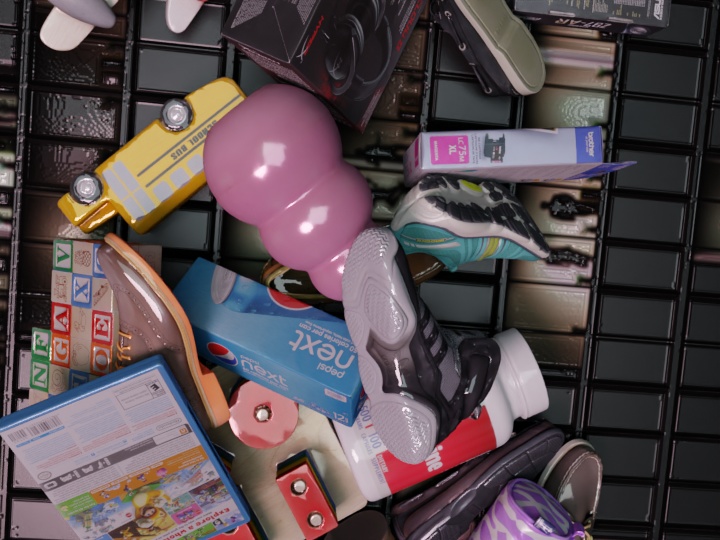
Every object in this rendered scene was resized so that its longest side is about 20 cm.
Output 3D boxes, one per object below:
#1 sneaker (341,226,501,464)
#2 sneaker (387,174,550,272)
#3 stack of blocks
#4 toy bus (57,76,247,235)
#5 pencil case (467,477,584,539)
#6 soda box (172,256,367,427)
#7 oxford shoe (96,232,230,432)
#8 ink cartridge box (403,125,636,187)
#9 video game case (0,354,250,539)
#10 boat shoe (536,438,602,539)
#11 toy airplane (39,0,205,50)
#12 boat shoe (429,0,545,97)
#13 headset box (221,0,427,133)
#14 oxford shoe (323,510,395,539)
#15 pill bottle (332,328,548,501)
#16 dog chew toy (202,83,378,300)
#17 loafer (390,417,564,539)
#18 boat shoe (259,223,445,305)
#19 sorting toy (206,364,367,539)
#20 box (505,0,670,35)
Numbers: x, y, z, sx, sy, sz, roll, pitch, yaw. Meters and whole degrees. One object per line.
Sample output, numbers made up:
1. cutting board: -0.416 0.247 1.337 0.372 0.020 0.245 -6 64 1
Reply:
1. sneaker: 0.054 0.052 0.687 0.113 0.075 0.203 -20 105 -34
2. sneaker: 0.105 -0.039 0.774 0.198 0.078 0.080 9 135 -39
3. stack of blocks: -0.248 0.073 0.753 0.114 0.058 0.203 7 96 32
4. toy bus: -0.186 -0.102 0.770 0.199 0.065 0.079 -40 98 -1
5. pencil case: 0.135 0.300 0.801 0.085 0.084 0.201 30 111 1
6. soda box: -0.081 0.064 0.748 0.198 0.065 0.068 23 57 15
7. oxford shoe: -0.181 0.065 0.690 0.072 0.071 0.202 -32 112 -23
8. ink cartridge box: 0.145 -0.107 0.770 0.197 0.119 0.043 -1 89 -4
9. video game case: -0.197 0.176 0.702 0.141 0.018 0.202 -22 122 -2
10. boat shoe: 0.207 0.276 0.833 0.071 0.059 0.203 20 93 -17
11. toy airplane: -0.204 -0.307 0.712 0.196 0.141 0.203 -8 95 -5
12. boat shoe: 0.101 -0.247 0.768 0.200 0.066 0.075 47 57 -26
13. headset box: -0.019 -0.224 0.719 0.077 0.200 0.150 27 91 22
14. oxford shoe: -0.050 0.321 0.818 0.198 0.072 0.072 -24 122 2
15. pill bottle: 0.076 0.134 0.788 0.198 0.112 0.114 -23 96 -3
16. dog chew toy: -0.046 -0.059 0.705 0.124 0.125 0.201 -38 100 -1
17. loafer: 0.114 0.210 0.824 0.199 0.063 0.072 -39 139 -2
18. boat shoe: 0.000 0.000 0.792 0.197 0.068 0.073 -16 94 -5
19. sorting toy: -0.120 0.197 0.798 0.198 0.070 0.201 -27 96 -2
20. box: 0.231 -0.345 0.796 0.158 0.044 0.203 4 94 -5
